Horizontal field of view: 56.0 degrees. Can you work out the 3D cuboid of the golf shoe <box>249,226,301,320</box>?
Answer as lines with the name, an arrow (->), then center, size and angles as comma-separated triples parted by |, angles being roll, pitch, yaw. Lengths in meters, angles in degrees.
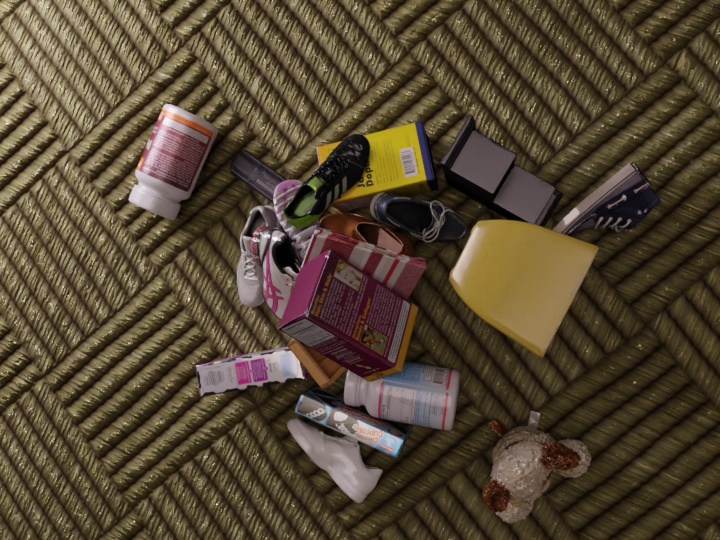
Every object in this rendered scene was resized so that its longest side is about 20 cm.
golf shoe -> -0.141, 0.018, 1.249 | 0.072, 0.092, 0.201 | -33, 120, -31

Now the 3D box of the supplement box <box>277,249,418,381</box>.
supplement box -> -0.018, 0.081, 1.140 | 0.199, 0.103, 0.132 | 34, 56, -21

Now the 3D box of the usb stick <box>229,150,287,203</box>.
usb stick -> -0.171, -0.164, 1.327 | 0.199, 0.033, 0.056 | 36, 87, 10

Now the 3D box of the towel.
towel -> 0.000, 0.000, 1.171 | 0.198, 0.144, 0.023 | 17, 52, -8

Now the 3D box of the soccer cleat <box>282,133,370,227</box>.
soccer cleat -> -0.056, -0.154, 1.170 | 0.067, 0.081, 0.200 | 42, 95, 10

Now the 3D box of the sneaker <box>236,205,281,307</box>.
sneaker -> -0.207, -0.030, 1.295 | 0.075, 0.092, 0.202 | 8, 88, 11

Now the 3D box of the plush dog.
plush dog -> 0.277, 0.328, 1.147 | 0.200, 0.172, 0.161 | -39, 81, 7

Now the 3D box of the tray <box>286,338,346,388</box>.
tray -> -0.030, 0.109, 1.214 | 0.099, 0.037, 0.200 | 51, 52, -2

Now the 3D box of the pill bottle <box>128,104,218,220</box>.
pill bottle -> -0.368, -0.209, 1.323 | 0.113, 0.114, 0.201 | 24, 91, 11

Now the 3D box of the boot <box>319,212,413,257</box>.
boot -> 0.003, -0.067, 1.227 | 0.198, 0.155, 0.074 | 17, 90, 11

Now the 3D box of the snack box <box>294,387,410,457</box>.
snack box -> -0.011, 0.272, 1.231 | 0.199, 0.116, 0.037 | 22, 91, 10

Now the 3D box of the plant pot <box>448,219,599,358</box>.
plant pot -> 0.267, 0.013, 1.163 | 0.199, 0.194, 0.197 | 29, 92, 15

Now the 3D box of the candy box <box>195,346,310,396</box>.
candy box -> -0.184, 0.182, 1.258 | 0.198, 0.136, 0.062 | -12, 86, 10

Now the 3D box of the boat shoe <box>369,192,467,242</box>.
boat shoe -> 0.114, -0.092, 1.209 | 0.199, 0.062, 0.075 | 20, 95, -27

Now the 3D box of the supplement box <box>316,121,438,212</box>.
supplement box -> 0.034, -0.188, 1.251 | 0.198, 0.109, 0.111 | -12, 85, 10

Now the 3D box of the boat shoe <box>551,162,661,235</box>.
boat shoe -> 0.431, -0.096, 1.187 | 0.200, 0.075, 0.093 | -39, 81, 0

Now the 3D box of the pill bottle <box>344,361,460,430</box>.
pill bottle -> 0.076, 0.218, 1.222 | 0.198, 0.109, 0.110 | 9, 88, 11

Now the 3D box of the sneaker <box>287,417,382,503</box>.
sneaker -> -0.046, 0.333, 1.266 | 0.200, 0.075, 0.089 | 43, 82, 4

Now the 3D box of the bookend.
bookend -> 0.249, -0.157, 1.165 | 0.198, 0.200, 0.093 | 32, 93, 11

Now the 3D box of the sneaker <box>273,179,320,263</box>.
sneaker -> -0.105, -0.070, 1.266 | 0.080, 0.088, 0.201 | -25, 83, -15
